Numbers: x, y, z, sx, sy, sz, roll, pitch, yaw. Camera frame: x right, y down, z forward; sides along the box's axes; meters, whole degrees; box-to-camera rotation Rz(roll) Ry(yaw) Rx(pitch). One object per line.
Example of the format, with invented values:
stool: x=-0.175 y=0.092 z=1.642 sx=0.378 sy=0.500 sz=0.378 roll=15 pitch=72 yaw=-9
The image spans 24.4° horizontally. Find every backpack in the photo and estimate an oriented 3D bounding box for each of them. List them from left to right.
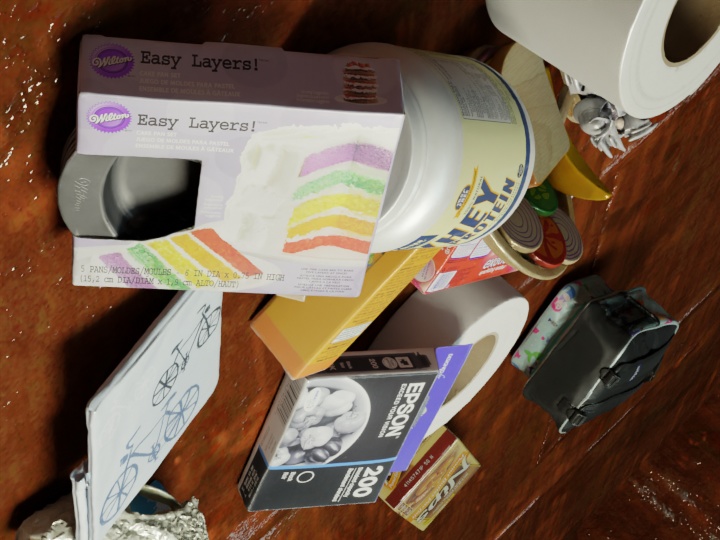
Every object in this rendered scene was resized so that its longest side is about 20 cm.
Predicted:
backpack: x=0.299 y=0.098 z=2.094 sx=0.199 sy=0.151 sz=0.178 roll=-10 pitch=141 yaw=-49

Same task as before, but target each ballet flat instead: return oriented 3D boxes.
ballet flat: x=-0.204 y=0.205 z=1.370 sx=0.199 sy=0.072 sz=0.072 roll=18 pitch=114 yaw=-50

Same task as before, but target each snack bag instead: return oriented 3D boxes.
snack bag: x=-0.161 y=0.096 z=1.269 sx=0.189 sy=0.021 sz=0.201 roll=-53 pitch=164 yaw=-35

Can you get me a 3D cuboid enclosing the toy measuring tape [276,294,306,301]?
toy measuring tape: x=-0.033 y=-0.011 z=1.264 sx=0.074 sy=0.073 sz=0.200 roll=-61 pitch=-176 yaw=32

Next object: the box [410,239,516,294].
box: x=0.096 y=-0.056 z=1.470 sx=0.199 sy=0.095 sz=0.100 roll=-13 pitch=141 yaw=-58

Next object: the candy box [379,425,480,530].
candy box: x=0.080 y=0.250 z=2.058 sx=0.116 sy=0.055 sz=0.200 roll=-47 pitch=160 yaw=-3

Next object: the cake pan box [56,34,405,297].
cake pan box: x=-0.083 y=-0.058 z=1.016 sx=0.198 sy=0.053 sz=0.185 roll=4 pitch=141 yaw=-10

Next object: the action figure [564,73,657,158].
action figure: x=0.227 y=-0.187 z=1.449 sx=0.131 sy=0.069 sz=0.201 roll=72 pitch=33 yaw=-47

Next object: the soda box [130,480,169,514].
soda box: x=-0.231 y=0.278 z=1.453 sx=0.200 sy=0.064 sz=0.068 roll=-39 pitch=158 yaw=-24

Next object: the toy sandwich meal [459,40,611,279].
toy sandwich meal: x=0.139 y=-0.094 z=1.368 sx=0.070 sy=0.207 sz=0.205 roll=-22 pitch=175 yaw=32

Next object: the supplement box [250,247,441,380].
supplement box: x=0.000 y=0.000 z=1.376 sx=0.200 sy=0.067 sz=0.069 roll=-47 pitch=163 yaw=26

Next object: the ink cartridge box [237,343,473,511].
ink cartridge box: x=0.000 y=0.154 z=1.623 sx=0.198 sy=0.044 sz=0.199 roll=-3 pitch=136 yaw=-29

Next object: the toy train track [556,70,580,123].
toy train track: x=0.169 y=-0.191 z=1.458 sx=0.115 sy=0.032 sz=0.200 roll=-66 pitch=157 yaw=-18

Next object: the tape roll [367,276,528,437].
tape roll: x=0.084 y=0.085 z=1.744 sx=0.202 sy=0.071 sz=0.203 roll=-42 pitch=159 yaw=-20

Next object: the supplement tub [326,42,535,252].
supplement tub: x=0.027 y=-0.087 z=1.200 sx=0.145 sy=0.145 sz=0.200 roll=-55 pitch=159 yaw=19

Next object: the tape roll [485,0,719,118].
tape roll: x=0.211 y=-0.237 z=1.277 sx=0.202 sy=0.139 sz=0.204 roll=-37 pitch=148 yaw=-28
